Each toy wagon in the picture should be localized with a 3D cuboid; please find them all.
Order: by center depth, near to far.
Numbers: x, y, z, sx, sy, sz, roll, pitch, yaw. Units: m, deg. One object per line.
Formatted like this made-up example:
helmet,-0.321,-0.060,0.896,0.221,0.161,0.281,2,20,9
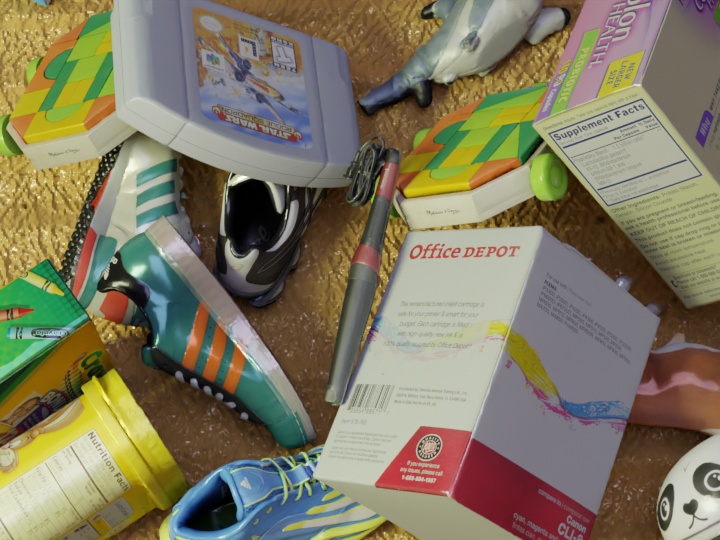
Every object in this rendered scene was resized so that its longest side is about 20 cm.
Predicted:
toy wagon,0.103,-0.095,1.416,0.155,0.040,0.200,-5,31,37
toy wagon,-0.195,-0.157,1.454,0.155,0.040,0.200,-9,43,30

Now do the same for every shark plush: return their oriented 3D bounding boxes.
shark plush,0.083,-0.191,1.511,0.200,0.091,0.083,-49,56,7

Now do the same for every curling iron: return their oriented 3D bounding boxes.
curling iron,0.000,0.000,1.352,0.025,0.050,0.201,17,70,-28

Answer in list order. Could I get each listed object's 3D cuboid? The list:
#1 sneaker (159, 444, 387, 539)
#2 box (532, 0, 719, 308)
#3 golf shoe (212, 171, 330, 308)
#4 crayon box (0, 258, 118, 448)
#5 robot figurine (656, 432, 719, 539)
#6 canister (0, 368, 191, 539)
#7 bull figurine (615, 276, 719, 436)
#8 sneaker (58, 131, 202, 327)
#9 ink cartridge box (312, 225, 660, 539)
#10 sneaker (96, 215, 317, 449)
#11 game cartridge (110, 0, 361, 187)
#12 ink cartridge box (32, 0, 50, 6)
sneaker,-0.049,0.165,1.350,0.199,0.105,0.076,-23,73,-7
box,0.240,-0.108,1.366,0.200,0.097,0.176,47,48,-26
golf shoe,-0.059,-0.074,1.438,0.077,0.095,0.201,12,70,6
crayon box,-0.236,0.078,1.331,0.119,0.200,0.058,-35,72,-10
robot figurine,0.292,0.206,1.316,0.150,0.125,0.200,-31,82,-5
canister,-0.228,0.167,1.330,0.200,0.149,0.087,-33,74,-8
bull figurine,0.259,0.078,1.399,0.199,0.065,0.122,9,65,-3
sneaker,-0.161,-0.047,1.453,0.093,0.070,0.200,25,66,-15
ink cartridge box,0.091,0.087,1.328,0.145,0.145,0.201,33,70,-35
sneaker,-0.114,0.061,1.392,0.080,0.071,0.200,-38,95,-3
game cartridge,-0.087,-0.131,1.388,0.200,0.042,0.133,15,46,-32
ink cartridge box,-0.329,-0.299,1.504,0.200,0.116,0.067,25,74,9
